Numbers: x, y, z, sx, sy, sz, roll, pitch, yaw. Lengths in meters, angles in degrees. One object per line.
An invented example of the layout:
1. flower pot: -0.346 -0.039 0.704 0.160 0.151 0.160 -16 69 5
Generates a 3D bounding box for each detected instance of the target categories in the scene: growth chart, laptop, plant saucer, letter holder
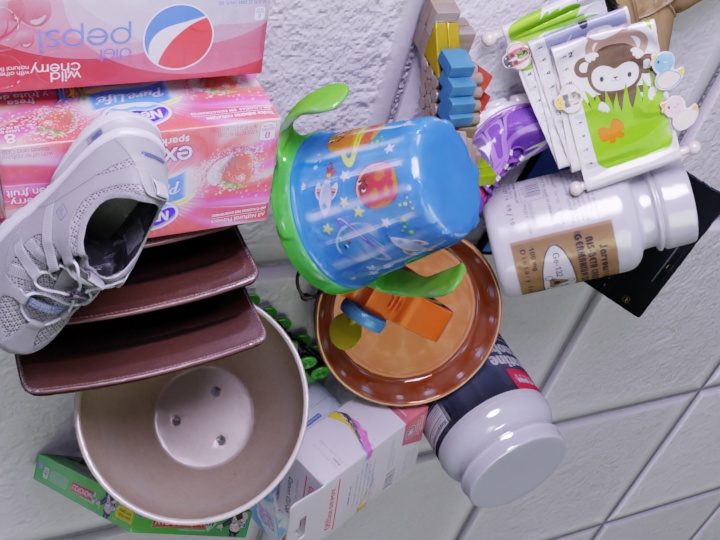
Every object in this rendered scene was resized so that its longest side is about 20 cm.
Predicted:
1. growth chart: 0.217 -0.162 0.823 0.144 0.018 0.201 -26 115 18
2. laptop: 0.262 -0.049 0.999 0.103 0.199 0.178 -42 163 -55
3. plant saucer: 0.049 0.045 0.955 0.198 0.032 0.202 -3 109 -9
4. letter holder: -0.182 0.004 0.731 0.198 0.143 0.101 -11 137 -23

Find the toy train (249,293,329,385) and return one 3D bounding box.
1. toy train: -0.098 0.072 0.943 0.056 0.042 0.200 -29 142 14

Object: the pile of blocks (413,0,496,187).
1. pile of blocks: 0.091 -0.130 0.776 0.062 0.082 0.202 -9 107 -23

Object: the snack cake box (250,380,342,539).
1. snack cake box: -0.076 0.230 1.073 0.115 0.067 0.201 -35 148 -26

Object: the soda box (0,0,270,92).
1. soda box: -0.165 -0.172 0.620 0.198 0.064 0.070 -11 137 -25

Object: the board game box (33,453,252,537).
1. board game box: -0.221 0.224 0.914 0.134 0.199 0.029 17 83 -43

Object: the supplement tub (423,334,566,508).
1. supplement tub: 0.131 0.152 1.047 0.139 0.201 0.141 -18 140 -16

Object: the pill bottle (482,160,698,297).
1. pill bottle: 0.229 -0.048 0.924 0.198 0.115 0.115 -14 142 10

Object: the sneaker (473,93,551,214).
1. sneaker: 0.115 -0.093 0.872 0.199 0.084 0.081 -30 141 -4

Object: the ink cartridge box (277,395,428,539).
1. ink cartridge box: -0.023 0.213 0.990 0.199 0.067 0.117 -30 144 -35

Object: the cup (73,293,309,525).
1. cup: -0.148 0.130 0.845 0.199 0.202 0.143 -23 169 -10

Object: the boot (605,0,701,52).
1. boot: 0.320 -0.261 0.843 0.199 0.066 0.175 -33 139 0

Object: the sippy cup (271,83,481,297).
1. sippy cup: 0.020 -0.059 0.724 0.129 0.141 0.177 -13 162 36

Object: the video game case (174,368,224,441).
1. video game case: -0.187 0.154 0.986 0.143 0.018 0.200 -35 141 5

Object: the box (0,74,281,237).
1. box: -0.170 -0.089 0.678 0.198 0.095 0.103 -10 137 -25

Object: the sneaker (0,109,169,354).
1. sneaker: -0.194 -0.009 0.605 0.074 0.082 0.200 14 124 -42

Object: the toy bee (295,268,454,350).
1. toy bee: 0.000 0.000 0.873 0.131 0.109 0.200 -43 133 -7
